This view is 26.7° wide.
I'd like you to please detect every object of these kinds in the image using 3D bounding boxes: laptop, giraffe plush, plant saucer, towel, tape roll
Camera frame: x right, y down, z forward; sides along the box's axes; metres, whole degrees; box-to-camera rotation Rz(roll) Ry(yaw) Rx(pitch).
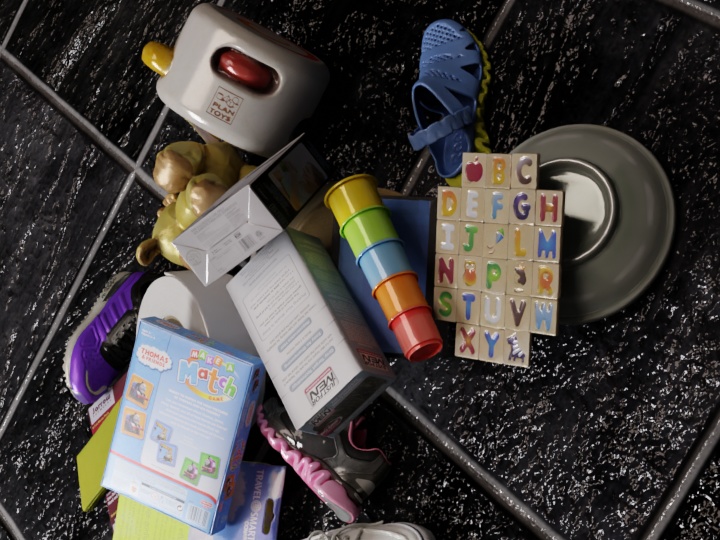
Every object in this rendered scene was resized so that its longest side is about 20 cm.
[{"bbox_3d":[0.061,-0.005,1.546,0.200,0.103,0.177,-18,66,58],"label":"laptop"},{"bbox_3d":[-0.195,-0.068,1.837,0.162,0.173,0.200,-63,37,23],"label":"giraffe plush"},{"bbox_3d":[0.196,-0.050,1.442,0.200,0.050,0.200,-6,74,23],"label":"plant saucer"},{"bbox_3d":[-0.290,0.203,1.822,0.200,0.018,0.086,-50,39,36],"label":"towel"},{"bbox_3d":[-0.188,0.101,1.768,0.202,0.071,0.203,12,105,57],"label":"tape roll"}]

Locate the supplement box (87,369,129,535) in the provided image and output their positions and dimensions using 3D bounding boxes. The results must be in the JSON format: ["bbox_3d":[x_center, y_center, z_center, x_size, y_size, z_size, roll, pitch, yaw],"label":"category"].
[{"bbox_3d":[-0.264,0.227,1.856,0.109,0.061,0.200,-43,48,28],"label":"supplement box"}]

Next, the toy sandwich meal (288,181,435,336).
[{"bbox_3d":[0.000,0.000,1.657,0.205,0.070,0.205,-5,72,15],"label":"toy sandwich meal"}]

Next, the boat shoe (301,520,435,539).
[{"bbox_3d":[-0.019,0.292,1.556,0.202,0.086,0.075,-14,65,43],"label":"boat shoe"}]

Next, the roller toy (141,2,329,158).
[{"bbox_3d":[-0.143,-0.220,1.805,0.182,0.200,0.140,37,104,41],"label":"roller toy"}]

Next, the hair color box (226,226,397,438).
[{"bbox_3d":[-0.053,0.062,1.563,0.099,0.061,0.200,-44,53,21],"label":"hair color box"}]

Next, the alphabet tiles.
[{"bbox_3d":[0.129,-0.012,1.446,0.166,0.006,0.200,7,96,50],"label":"alphabet tiles"}]

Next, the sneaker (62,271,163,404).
[{"bbox_3d":[-0.296,0.077,1.907,0.099,0.070,0.200,-4,49,34],"label":"sneaker"}]

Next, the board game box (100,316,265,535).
[{"bbox_3d":[-0.196,0.169,1.668,0.151,0.037,0.200,20,104,23],"label":"board game box"}]

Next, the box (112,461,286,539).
[{"bbox_3d":[-0.177,0.273,1.712,0.200,0.048,0.122,2,76,19],"label":"box"}]

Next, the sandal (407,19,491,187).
[{"bbox_3d":[0.090,-0.187,1.627,0.079,0.087,0.200,-29,54,38],"label":"sandal"}]

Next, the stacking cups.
[{"bbox_3d":[0.024,-0.002,1.526,0.061,0.060,0.200,-40,57,29],"label":"stacking cups"}]

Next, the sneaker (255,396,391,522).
[{"bbox_3d":[-0.037,0.185,1.641,0.095,0.079,0.200,-46,44,-5],"label":"sneaker"}]

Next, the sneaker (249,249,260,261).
[{"bbox_3d":[-0.085,0.006,1.751,0.099,0.071,0.200,43,113,44],"label":"sneaker"}]

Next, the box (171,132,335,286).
[{"bbox_3d":[-0.111,-0.068,1.623,0.117,0.060,0.200,-35,8,25],"label":"box"}]
